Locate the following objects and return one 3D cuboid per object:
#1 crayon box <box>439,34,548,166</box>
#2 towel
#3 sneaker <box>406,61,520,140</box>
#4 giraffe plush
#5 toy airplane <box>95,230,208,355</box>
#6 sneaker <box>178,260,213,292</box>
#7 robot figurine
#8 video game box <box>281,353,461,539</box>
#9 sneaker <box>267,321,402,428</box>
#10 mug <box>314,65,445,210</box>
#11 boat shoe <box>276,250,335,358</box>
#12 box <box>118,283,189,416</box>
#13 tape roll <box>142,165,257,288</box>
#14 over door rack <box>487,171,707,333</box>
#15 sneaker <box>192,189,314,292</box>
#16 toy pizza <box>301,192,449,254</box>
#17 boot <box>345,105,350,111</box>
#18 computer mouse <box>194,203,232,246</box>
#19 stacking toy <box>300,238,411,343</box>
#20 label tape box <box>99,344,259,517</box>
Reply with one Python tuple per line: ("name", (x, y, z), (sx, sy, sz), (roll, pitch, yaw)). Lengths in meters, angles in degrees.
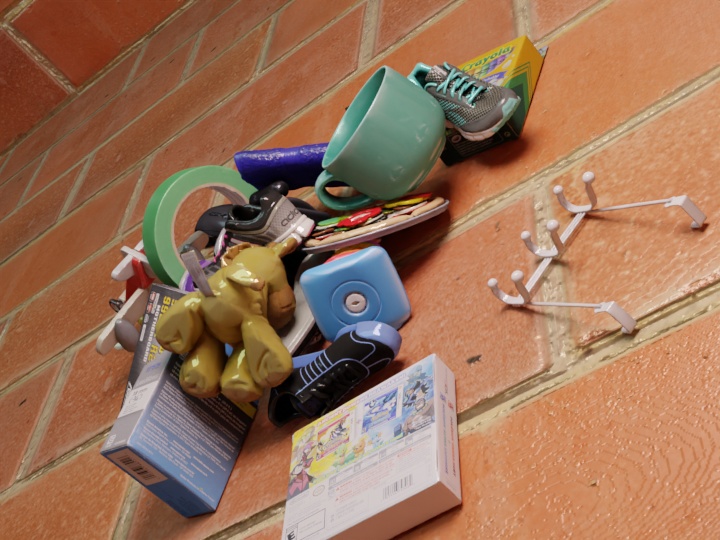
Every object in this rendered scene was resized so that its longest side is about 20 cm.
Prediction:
("crayon box", (0.177, -0.246, 1.496), (0.125, 0.052, 0.200), (-19, 36, 40))
("towel", (-0.068, -0.146, 1.555), (0.199, 0.050, 0.148), (-4, -5, 14))
("sneaker", (0.123, -0.225, 1.387), (0.078, 0.091, 0.200), (-53, 30, -10))
("giraffe plush", (-0.142, 0.039, 1.306), (0.172, 0.201, 0.162), (1, 24, 20))
("toy airplane", (-0.319, 0.036, 1.694), (0.200, 0.141, 0.199), (-55, -7, 17))
("sneaker", (-0.211, 0.067, 1.532), (0.083, 0.080, 0.201), (-45, 40, 44))
("robot figurine", (-0.125, -0.033, 1.528), (0.200, 0.125, 0.150), (-18, 31, 49))
("video game box", (0.009, 0.200, 1.107), (0.200, 0.047, 0.183), (-32, 31, 23))
("sneaker", (-0.032, 0.126, 1.252), (0.200, 0.070, 0.078), (-30, 32, 40))
("mug", (0.032, -0.161, 1.388), (0.185, 0.114, 0.152), (-37, 26, 59))
("boat shoe", (-0.065, 0.060, 1.394), (0.075, 0.060, 0.200), (-1, 46, 37))
("box", (-0.248, 0.128, 1.452), (0.158, 0.048, 0.201), (13, 89, 51))
("tape roll", (-0.228, -0.057, 1.629), (0.048, 0.200, 0.201), (2, 52, 55))
("over door rack", (0.228, -0.026, 1.097), (0.148, 0.067, 0.200), (-53, 28, -14))
("sneaker", (-0.154, -0.040, 1.409), (0.200, 0.088, 0.074), (-31, 10, 29))
("toy pizza", (0.016, -0.066, 1.383), (0.199, 0.032, 0.200), (-18, 7, 2))
("boot", (0.059, -0.241, 1.664), (0.130, 0.068, 0.200), (-32, 24, -6))
("computer mouse", (-0.217, -0.107, 1.856), (0.200, 0.046, 0.141), (0, 52, 54))
("stacking toy", (0.000, 0.000, 1.361), (0.116, 0.110, 0.200), (-20, 21, 12))
("label tape box", (-0.212, 0.179, 1.337), (0.063, 0.144, 0.200), (-23, 33, 39))
